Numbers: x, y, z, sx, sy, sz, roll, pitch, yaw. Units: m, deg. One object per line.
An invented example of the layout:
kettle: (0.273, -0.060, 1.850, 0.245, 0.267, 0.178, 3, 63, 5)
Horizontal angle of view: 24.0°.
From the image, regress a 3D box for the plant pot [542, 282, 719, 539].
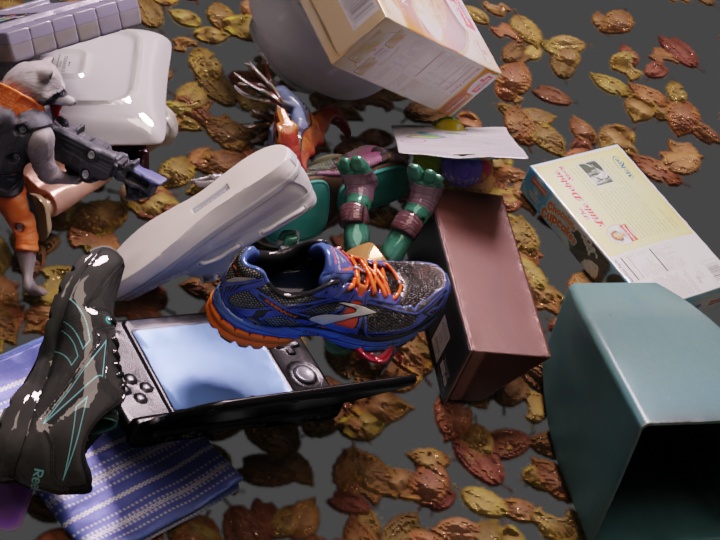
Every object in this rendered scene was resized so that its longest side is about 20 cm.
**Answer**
plant pot: (0.236, 0.106, 1.411, 0.140, 0.142, 0.200, 0, 40, -21)

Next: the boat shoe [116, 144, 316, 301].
boat shoe: (-0.127, -0.026, 1.422, 0.200, 0.069, 0.072, -37, 28, -2)

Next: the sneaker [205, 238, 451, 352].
sneaker: (-0.018, 0.015, 1.323, 0.199, 0.079, 0.076, -5, 49, -22)

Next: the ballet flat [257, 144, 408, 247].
ballet flat: (-0.041, -0.072, 1.544, 0.199, 0.069, 0.071, -22, 39, -40)

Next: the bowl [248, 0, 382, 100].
bowl: (-0.045, -0.238, 1.652, 0.201, 0.090, 0.202, 40, 28, -26)

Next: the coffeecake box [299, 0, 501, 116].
coffeecake box: (0.026, -0.246, 1.593, 0.200, 0.073, 0.154, 15, 42, -54)

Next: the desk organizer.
desk organizer: (0.100, 0.020, 1.492, 0.077, 0.072, 0.201, 5, 46, -18)

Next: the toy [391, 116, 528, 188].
toy: (0.088, -0.105, 1.576, 0.114, 0.048, 0.200, 2, 15, -1)

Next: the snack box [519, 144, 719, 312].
snack box: (0.256, -0.035, 1.626, 0.116, 0.037, 0.200, -14, 53, -31)

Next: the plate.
plate: (-0.273, -0.175, 1.527, 0.199, 0.032, 0.200, 0, 35, -4)

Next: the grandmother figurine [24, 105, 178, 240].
grandmother figurine: (-0.238, -0.102, 1.503, 0.121, 0.061, 0.200, 47, 45, 8)

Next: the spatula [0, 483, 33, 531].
spatula: (-0.249, 0.102, 1.287, 0.056, 0.021, 0.201, 15, 56, 6)

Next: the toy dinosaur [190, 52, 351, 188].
toy dinosaur: (-0.058, -0.132, 1.517, 0.199, 0.106, 0.181, -5, 26, -26)

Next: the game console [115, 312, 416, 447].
game console: (-0.089, 0.068, 1.322, 0.199, 0.117, 0.176, -4, 47, -38)

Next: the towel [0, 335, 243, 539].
towel: (-0.203, 0.124, 1.313, 0.144, 0.024, 0.200, -25, 59, -36)

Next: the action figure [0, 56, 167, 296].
action figure: (-0.267, -0.074, 1.362, 0.199, 0.195, 0.105, 19, 13, 8)

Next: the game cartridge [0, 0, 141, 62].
game cartridge: (-0.291, -0.207, 1.451, 0.129, 0.039, 0.200, -18, 16, -34)

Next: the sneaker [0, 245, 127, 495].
sneaker: (-0.207, 0.076, 1.259, 0.079, 0.075, 0.201, 18, 64, 1)

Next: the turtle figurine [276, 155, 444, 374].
turtle figurine: (0.000, 0.000, 1.450, 0.149, 0.101, 0.201, 17, 61, 2)
